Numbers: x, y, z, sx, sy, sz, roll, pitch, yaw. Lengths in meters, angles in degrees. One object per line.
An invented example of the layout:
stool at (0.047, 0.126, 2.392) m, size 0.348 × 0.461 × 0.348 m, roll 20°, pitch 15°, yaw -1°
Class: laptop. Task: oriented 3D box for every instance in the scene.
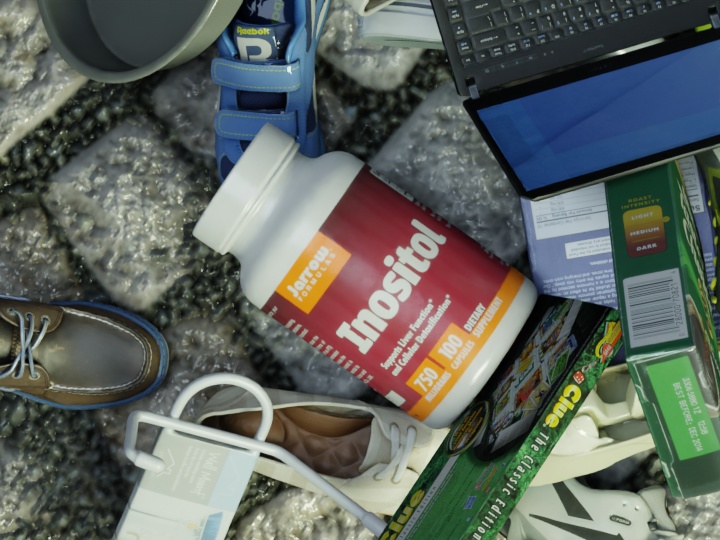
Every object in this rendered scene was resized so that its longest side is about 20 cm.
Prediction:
laptop at (0.141, -0.156, 1.531) m, size 0.177 × 0.103 × 0.200 m, roll -16°, pitch 90°, yaw -8°

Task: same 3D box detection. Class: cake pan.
cake pan at (-0.133, -0.216, 1.668) m, size 0.200 × 0.037 × 0.201 m, roll -11°, pitch 74°, yaw 43°

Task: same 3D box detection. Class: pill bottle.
pill bottle at (0.000, 0.000, 1.608) m, size 0.200 × 0.113 × 0.113 m, roll 34°, pitch 95°, yaw -2°

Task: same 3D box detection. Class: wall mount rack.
wall mount rack at (-0.083, 0.169, 1.635) m, size 0.173 × 0.075 × 0.200 m, roll 16°, pitch 120°, yaw -13°

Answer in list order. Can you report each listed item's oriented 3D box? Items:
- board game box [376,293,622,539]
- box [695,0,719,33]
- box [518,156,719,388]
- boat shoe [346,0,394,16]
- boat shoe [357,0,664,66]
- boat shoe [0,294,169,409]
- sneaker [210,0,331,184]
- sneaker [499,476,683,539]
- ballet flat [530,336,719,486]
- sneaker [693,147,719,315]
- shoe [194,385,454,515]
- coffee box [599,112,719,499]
board game box at (0.082, 0.104, 1.559) m, size 0.023 × 0.105 × 0.200 m, roll 37°, pitch 82°, yaw -22°
box at (0.270, -0.128, 1.586) m, size 0.122 × 0.048 × 0.200 m, roll -14°, pitch 84°, yaw 35°
box at (0.165, -0.019, 1.631) m, size 0.121 × 0.032 × 0.200 m, roll -9°, pitch 86°, yaw 13°
boat shoe at (0.074, -0.214, 1.608) m, size 0.200 × 0.071 × 0.070 m, roll -24°, pitch 70°, yaw -11°
boat shoe at (0.094, -0.170, 1.635) m, size 0.200 × 0.074 × 0.067 m, roll 7°, pitch 89°, yaw 14°
boat shoe at (-0.227, 0.052, 1.700) m, size 0.200 × 0.072 × 0.072 m, roll 5°, pitch 88°, yaw 14°
sneaker at (-0.062, -0.121, 1.666) m, size 0.074 × 0.082 × 0.200 m, roll 2°, pitch 89°, yaw 12°
sneaker at (0.174, 0.181, 1.597) m, size 0.200 × 0.074 × 0.089 m, roll 40°, pitch 92°, yaw 16°
ballet flat at (0.159, 0.080, 1.580) m, size 0.200 × 0.069 × 0.070 m, roll -16°, pitch 83°, yaw 10°
sneaker at (0.232, -0.011, 1.527) m, size 0.085 × 0.074 × 0.200 m, roll -44°, pitch 56°, yaw 24°
shoe at (-0.012, 0.116, 1.655) m, size 0.200 × 0.053 × 0.070 m, roll 10°, pitch 90°, yaw 14°
coffee box at (0.177, 0.017, 1.499) m, size 0.044 × 0.123 × 0.200 m, roll -13°, pitch 41°, yaw 11°
